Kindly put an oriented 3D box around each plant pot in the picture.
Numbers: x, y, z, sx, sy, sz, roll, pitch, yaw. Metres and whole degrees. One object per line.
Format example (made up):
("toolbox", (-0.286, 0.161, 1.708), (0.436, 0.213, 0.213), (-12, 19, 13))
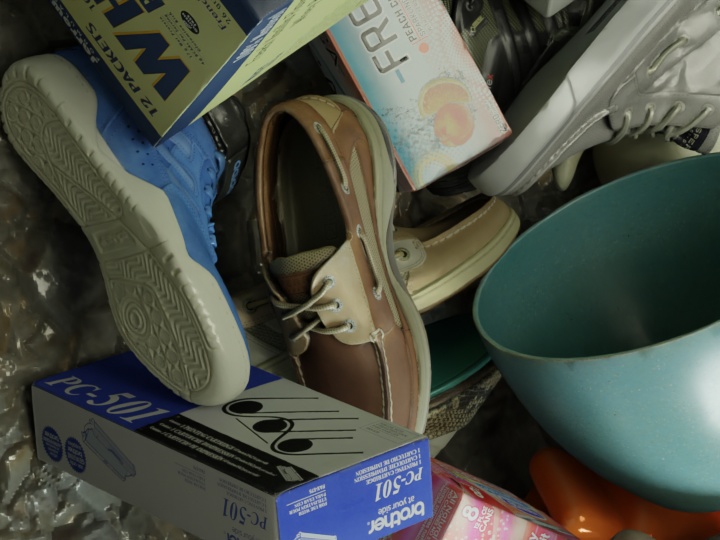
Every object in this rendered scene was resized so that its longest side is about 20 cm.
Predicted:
("plant pot", (0.174, 0.045, 1.467), (0.200, 0.199, 0.135), (-39, 119, -31))

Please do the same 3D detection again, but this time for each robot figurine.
("robot figurine", (0.162, 0.170, 1.567), (0.199, 0.116, 0.145), (31, 72, -34))

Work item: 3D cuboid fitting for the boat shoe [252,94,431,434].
("boat shoe", (-0.018, 0.009, 1.385), (0.072, 0.075, 0.201), (8, 67, -57))

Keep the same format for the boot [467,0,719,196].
("boot", (0.152, -0.092, 1.493), (0.096, 0.074, 0.200), (44, 78, -11))

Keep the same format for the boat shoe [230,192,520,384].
("boat shoe", (0.000, 0.000, 1.479), (0.199, 0.072, 0.065), (-30, 98, -27))

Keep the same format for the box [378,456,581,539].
("box", (0.020, 0.201, 1.441), (0.102, 0.095, 0.201), (27, 92, -33))

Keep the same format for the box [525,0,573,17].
("box", (0.129, -0.248, 1.528), (0.200, 0.124, 0.098), (-35, 152, -31))

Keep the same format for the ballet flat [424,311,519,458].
("ballet flat", (0.000, 0.086, 1.489), (0.199, 0.068, 0.076), (-23, 125, -29))

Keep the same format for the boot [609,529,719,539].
("boot", (0.199, 0.152, 1.443), (0.146, 0.070, 0.200), (-32, 151, -9))

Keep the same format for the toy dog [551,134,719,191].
("toy dog", (0.206, -0.013, 1.594), (0.193, 0.139, 0.202), (-8, 96, -36))

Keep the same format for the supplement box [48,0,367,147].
("supplement box", (-0.036, -0.187, 1.285), (0.199, 0.200, 0.135), (-36, 89, -22))

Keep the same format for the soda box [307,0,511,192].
("soda box", (-0.001, -0.141, 1.449), (0.063, 0.068, 0.201), (-29, 96, -9))

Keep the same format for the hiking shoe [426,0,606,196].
("hiking shoe", (0.075, -0.143, 1.532), (0.101, 0.076, 0.201), (44, 66, -32))

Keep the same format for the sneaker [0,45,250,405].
("sneaker", (-0.084, -0.032, 1.375), (0.111, 0.077, 0.200), (-19, 64, -38))

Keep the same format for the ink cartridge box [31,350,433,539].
("ink cartridge box", (-0.064, 0.086, 1.344), (0.094, 0.199, 0.045), (-18, 113, -35))
